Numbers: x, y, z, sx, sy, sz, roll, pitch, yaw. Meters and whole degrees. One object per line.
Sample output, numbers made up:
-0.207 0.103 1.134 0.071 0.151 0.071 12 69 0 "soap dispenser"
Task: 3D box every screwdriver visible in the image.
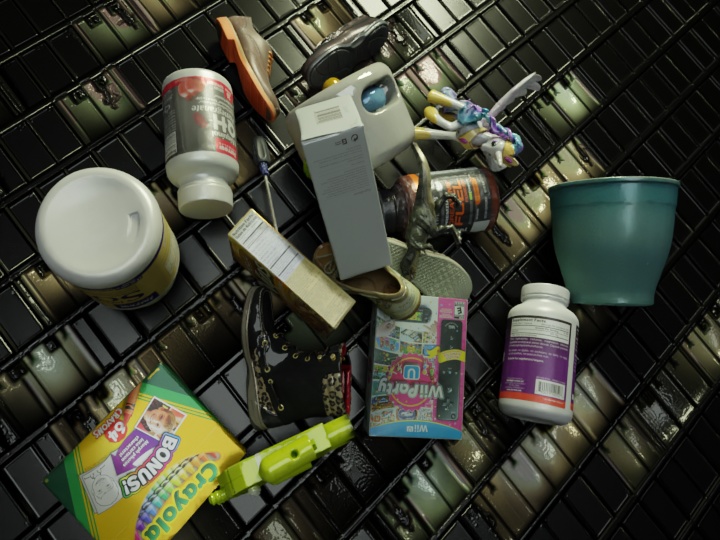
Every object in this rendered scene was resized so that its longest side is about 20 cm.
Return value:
-0.143 -0.136 0.817 0.029 0.028 0.204 -28 57 10 "screwdriver"

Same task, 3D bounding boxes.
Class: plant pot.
0.408 -0.040 0.857 0.193 0.200 0.195 1 91 -10 "plant pot"

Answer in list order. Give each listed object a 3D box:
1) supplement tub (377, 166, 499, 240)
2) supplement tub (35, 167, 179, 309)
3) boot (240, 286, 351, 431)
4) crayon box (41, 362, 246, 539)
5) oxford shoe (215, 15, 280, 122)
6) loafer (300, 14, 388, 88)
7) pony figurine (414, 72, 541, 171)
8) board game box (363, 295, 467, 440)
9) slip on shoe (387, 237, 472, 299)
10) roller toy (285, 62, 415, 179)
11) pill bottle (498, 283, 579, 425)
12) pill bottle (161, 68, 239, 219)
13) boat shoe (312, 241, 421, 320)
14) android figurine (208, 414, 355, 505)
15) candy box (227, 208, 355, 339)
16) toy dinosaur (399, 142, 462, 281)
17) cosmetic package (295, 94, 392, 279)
0.119 -0.106 0.852 0.194 0.107 0.110 -9 78 -13 "supplement tub"
-0.322 -0.030 0.699 0.140 0.200 0.150 2 75 -9 "supplement tub"
-0.091 0.120 0.746 0.146 0.073 0.207 -7 80 14 "boot"
-0.283 0.263 0.708 0.172 0.058 0.200 43 73 2 "crayon box"
-0.172 -0.345 0.876 0.071 0.071 0.204 -23 81 -20 "oxford shoe"
-0.035 -0.389 0.922 0.063 0.073 0.199 40 65 22 "loafer"
0.201 -0.241 0.876 0.197 0.170 0.193 27 45 24 "pony figurine"
0.083 0.142 0.791 0.143 0.064 0.207 5 86 -9 "board game box"
0.096 -0.003 0.846 0.195 0.061 0.076 22 100 -16 "slip on shoe"
-0.018 -0.225 0.803 0.179 0.200 0.142 -27 105 4 "roller toy"
0.281 0.130 0.822 0.109 0.113 0.206 14 73 -7 "pill bottle"
-0.243 -0.189 0.801 0.107 0.111 0.207 -5 77 -12 "pill bottle"
0.000 0.000 0.750 0.197 0.063 0.074 24 76 35 "boat shoe"
-0.101 0.250 0.683 0.195 0.183 0.042 -22 71 -18 "android figurine"
-0.104 0.011 0.775 0.199 0.116 0.056 40 72 1 "candy box"
0.107 -0.080 0.776 0.085 0.047 0.207 4 98 -6 "toy dinosaur"
-0.020 -0.106 0.683 0.079 0.204 0.114 -14 35 -1 "cosmetic package"
